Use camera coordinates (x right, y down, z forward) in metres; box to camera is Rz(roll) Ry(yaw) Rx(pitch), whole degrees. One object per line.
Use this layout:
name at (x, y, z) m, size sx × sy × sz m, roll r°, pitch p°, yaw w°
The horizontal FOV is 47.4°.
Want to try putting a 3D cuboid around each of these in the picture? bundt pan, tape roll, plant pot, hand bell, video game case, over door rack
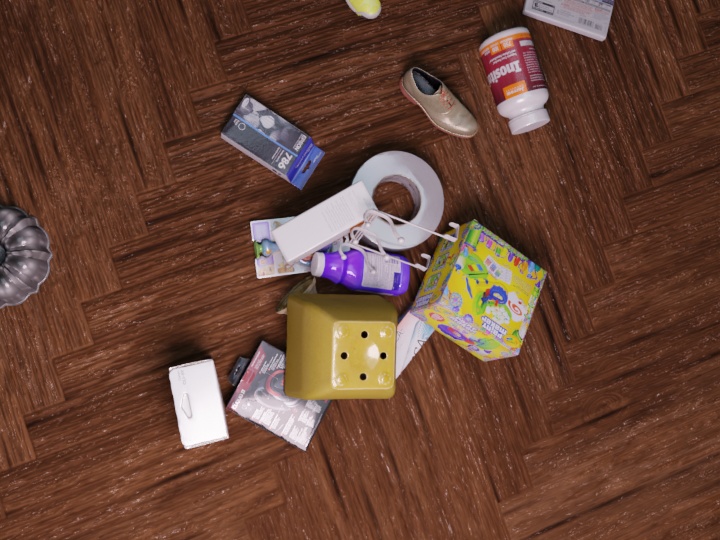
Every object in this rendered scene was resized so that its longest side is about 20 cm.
bundt pan at (-0.690, -0.031, 1.541) m, size 0.199 × 0.076 × 0.205 m, roll 1°, pitch 84°, yaw -9°
tape roll at (0.069, -0.140, 1.687) m, size 0.197 × 0.066 × 0.203 m, roll 1°, pitch 84°, yaw -9°
plant pot at (-0.022, 0.143, 1.491) m, size 0.192 × 0.200 × 0.198 m, roll 2°, pitch 89°, yaw -18°
hand bell at (-0.068, 0.119, 1.638) m, size 0.104 × 0.104 × 0.200 m, roll -43°, pitch 104°, yaw -11°
video game case at (0.473, -0.628, 1.828) m, size 0.198 × 0.023 × 0.184 m, roll 16°, pitch 82°, yaw -7°
over door rack at (0.074, -0.045, 1.567) m, size 0.198 × 0.148 × 0.067 m, roll 9°, pitch 62°, yaw -20°

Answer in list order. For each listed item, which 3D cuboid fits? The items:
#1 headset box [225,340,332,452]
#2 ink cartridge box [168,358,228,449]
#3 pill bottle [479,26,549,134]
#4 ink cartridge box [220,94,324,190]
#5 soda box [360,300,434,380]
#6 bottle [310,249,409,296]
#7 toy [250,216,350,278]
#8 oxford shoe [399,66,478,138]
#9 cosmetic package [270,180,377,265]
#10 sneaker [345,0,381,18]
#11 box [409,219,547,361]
headset box at (-0.161, 0.239, 1.603) m, size 0.199 × 0.075 × 0.150 m, roll 29°, pitch 80°, yaw -6°
ink cartridge box at (-0.297, 0.242, 1.516) m, size 0.082 × 0.200 × 0.147 m, roll -12°, pitch 87°, yaw -11°
pill bottle at (0.331, -0.399, 1.733) m, size 0.112 × 0.113 × 0.202 m, roll -17°, pitch 87°, yaw -11°
ink cartridge box at (-0.176, -0.261, 1.671) m, size 0.199 × 0.039 × 0.100 m, roll 32°, pitch 79°, yaw -6°
soda box at (0.075, 0.156, 1.659) m, size 0.068 × 0.064 × 0.201 m, roll 40°, pitch 80°, yaw -4°
bottle at (0.000, 0.000, 1.642) m, size 0.198 × 0.065 × 0.085 m, roll 7°, pitch 79°, yaw -21°
toy at (-0.117, -0.055, 1.655) m, size 0.197 × 0.047 × 0.117 m, roll -8°, pitch 87°, yaw -10°
oxford shoe at (0.168, -0.350, 1.719) m, size 0.199 × 0.075 × 0.071 m, roll 34°, pitch 79°, yaw -5°
cosmetic package at (-0.069, -0.090, 1.583) m, size 0.198 × 0.101 × 0.072 m, roll -29°, pitch 88°, yaw -3°
sneaker at (-0.004, -0.628, 1.718) m, size 0.075 × 0.076 × 0.202 m, roll -17°, pitch 89°, yaw -13°
box at (0.236, 0.043, 1.629) m, size 0.199 × 0.122 × 0.194 m, roll 33°, pitch 65°, yaw -17°
